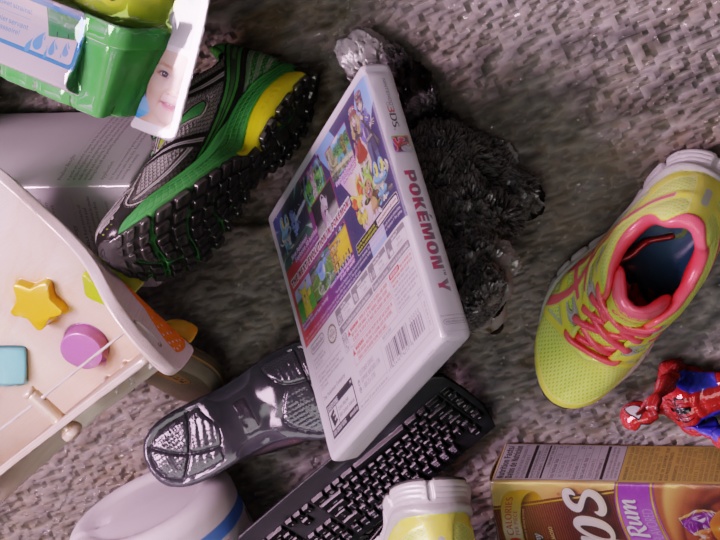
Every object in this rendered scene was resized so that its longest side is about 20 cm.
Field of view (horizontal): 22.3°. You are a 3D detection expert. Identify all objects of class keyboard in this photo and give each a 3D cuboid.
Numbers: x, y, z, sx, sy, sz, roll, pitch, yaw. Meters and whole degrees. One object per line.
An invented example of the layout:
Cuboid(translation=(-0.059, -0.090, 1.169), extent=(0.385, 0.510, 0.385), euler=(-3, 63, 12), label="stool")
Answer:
Cuboid(translation=(0.016, 0.160, 1.278), extent=(0.200, 0.040, 0.104), euler=(-41, 132, 17), label="keyboard")

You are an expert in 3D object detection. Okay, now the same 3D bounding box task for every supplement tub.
Cuboid(translation=(-0.117, 0.254, 1.342), extent=(0.132, 0.132, 0.200), euler=(-16, 109, 23), label="supplement tub")

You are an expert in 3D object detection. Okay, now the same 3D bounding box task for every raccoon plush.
Cuboid(translation=(0.029, -0.045, 1.153), extent=(0.200, 0.134, 0.097), euler=(42, 120, -5), label="raccoon plush")

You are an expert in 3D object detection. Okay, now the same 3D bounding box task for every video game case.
Cuboid(translation=(0.000, 0.000, 1.140), extent=(0.200, 0.023, 0.182), euler=(126, 133, -57), label="video game case")

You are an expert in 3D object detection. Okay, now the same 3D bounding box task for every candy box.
Cuboid(translation=(0.195, 0.182, 1.255), extent=(0.200, 0.056, 0.117), euler=(-1, 115, 19), label="candy box")

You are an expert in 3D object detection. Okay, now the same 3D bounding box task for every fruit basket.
Cuboid(translation=(-0.163, -0.200, 1.097), extent=(0.185, 0.094, 0.200), euler=(24, 114, 26), label="fruit basket")

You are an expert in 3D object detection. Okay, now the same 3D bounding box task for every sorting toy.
Cuboid(translation=(-0.217, 0.024, 1.162), extent=(0.200, 0.107, 0.180), euler=(-36, 98, 32), label="sorting toy")

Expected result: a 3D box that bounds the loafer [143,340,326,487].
Cuboid(translation=(-0.057, 0.095, 1.295), extent=(0.200, 0.063, 0.072), euler=(-22, 86, 9), label="loafer")

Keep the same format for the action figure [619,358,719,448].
Cuboid(translation=(0.254, 0.080, 1.168), extent=(0.200, 0.099, 0.065), euler=(-19, 106, 26), label="action figure")

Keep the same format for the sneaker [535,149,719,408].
Cuboid(translation=(0.166, 0.016, 1.158), extent=(0.078, 0.090, 0.200), euler=(29, 120, 1), label="sneaker")

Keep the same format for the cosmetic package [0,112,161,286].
Cuboid(translation=(-0.220, -0.051, 1.241), extent=(0.200, 0.108, 0.085), euler=(0, 124, 19), label="cosmetic package")

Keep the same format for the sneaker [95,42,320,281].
Cuboid(translation=(-0.108, -0.070, 1.160), extent=(0.085, 0.200, 0.078), euler=(25, 139, 16), label="sneaker")

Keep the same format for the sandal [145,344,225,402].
Cuboid(translation=(-0.184, 0.059, 1.267), extent=(0.200, 0.054, 0.080), euler=(28, 155, -30), label="sandal")

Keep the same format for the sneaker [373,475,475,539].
Cuboid(translation=(0.043, 0.222, 1.258), extent=(0.078, 0.090, 0.200), euler=(-8, 147, -4), label="sneaker")
